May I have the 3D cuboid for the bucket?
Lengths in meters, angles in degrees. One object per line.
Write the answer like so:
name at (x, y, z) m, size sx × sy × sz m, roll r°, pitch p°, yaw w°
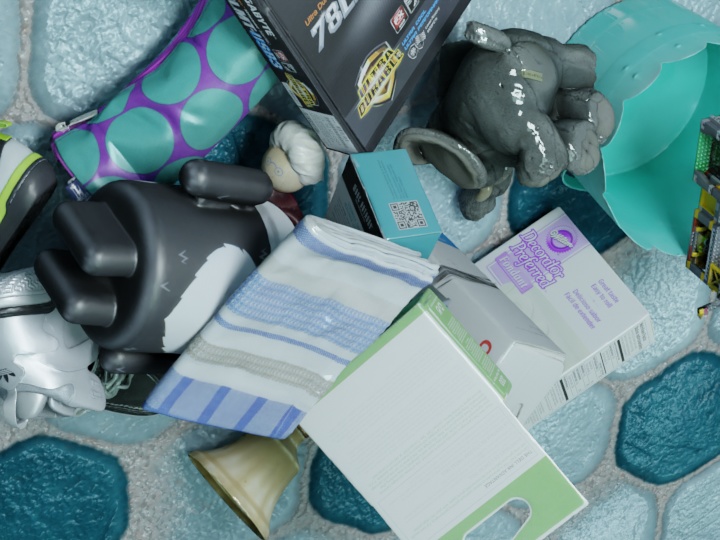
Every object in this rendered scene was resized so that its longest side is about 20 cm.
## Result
bucket at (0.264, -0.129, 1.350) m, size 0.205 × 0.135 × 0.209 m, roll -12°, pitch 124°, yaw -19°

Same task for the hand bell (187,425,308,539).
hand bell at (-0.049, 0.136, 1.408) m, size 0.200 × 0.104 × 0.104 m, roll -43°, pitch 130°, yaw -13°

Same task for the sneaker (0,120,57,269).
sneaker at (-0.308, -0.028, 1.183) m, size 0.083 × 0.072 × 0.200 m, roll 38°, pitch 106°, yaw -3°

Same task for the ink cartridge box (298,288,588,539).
ink cartridge box at (0.063, 0.137, 1.211) m, size 0.145 × 0.048 × 0.200 m, roll -41°, pitch 93°, yaw 20°

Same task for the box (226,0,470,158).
box at (-0.001, -0.221, 1.151) m, size 0.201 × 0.049 × 0.199 m, roll -56°, pitch 140°, yaw -19°

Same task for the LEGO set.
LEGO set at (0.352, -0.046, 1.284) m, size 0.152 × 0.116 × 0.202 m, roll -5°, pitch 122°, yaw -25°

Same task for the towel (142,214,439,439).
towel at (-0.048, 0.047, 1.132) m, size 0.146 × 0.024 × 0.200 m, roll 19°, pitch 121°, yaw -47°

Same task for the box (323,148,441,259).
box at (0.000, 0.000, 1.225) m, size 0.049 × 0.083 × 0.201 m, roll -8°, pitch 148°, yaw -24°

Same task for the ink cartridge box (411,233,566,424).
ink cartridge box at (0.054, 0.063, 1.318) m, size 0.086 × 0.200 × 0.147 m, roll 20°, pitch 110°, yaw -47°

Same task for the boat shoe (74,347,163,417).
boat shoe at (-0.222, 0.079, 1.278) m, size 0.074 × 0.068 × 0.199 m, roll -46°, pitch 129°, yaw 7°

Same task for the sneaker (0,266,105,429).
sneaker at (-0.220, 0.049, 1.195) m, size 0.199 × 0.075 × 0.116 m, roll -18°, pitch 98°, yaw -60°

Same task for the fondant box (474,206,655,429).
fondant box at (0.140, 0.057, 1.394) m, size 0.199 × 0.145 × 0.058 m, roll -33°, pitch 146°, yaw -4°

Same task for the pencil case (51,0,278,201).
pencil case at (-0.142, -0.128, 1.176) m, size 0.200 × 0.085 × 0.092 m, roll -43°, pitch 113°, yaw 3°

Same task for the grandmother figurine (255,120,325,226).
grandmother figurine at (-0.086, -0.030, 1.247) m, size 0.201 × 0.121 × 0.061 m, roll -59°, pitch 170°, yaw 24°

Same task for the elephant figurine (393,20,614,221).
elephant figurine at (0.095, -0.115, 1.275) m, size 0.141 × 0.199 × 0.157 m, roll -20°, pitch 95°, yaw -40°

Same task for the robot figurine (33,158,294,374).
robot figurine at (-0.132, 0.000, 1.136) m, size 0.199 × 0.126 × 0.150 m, roll 5°, pitch 162°, yaw -41°
